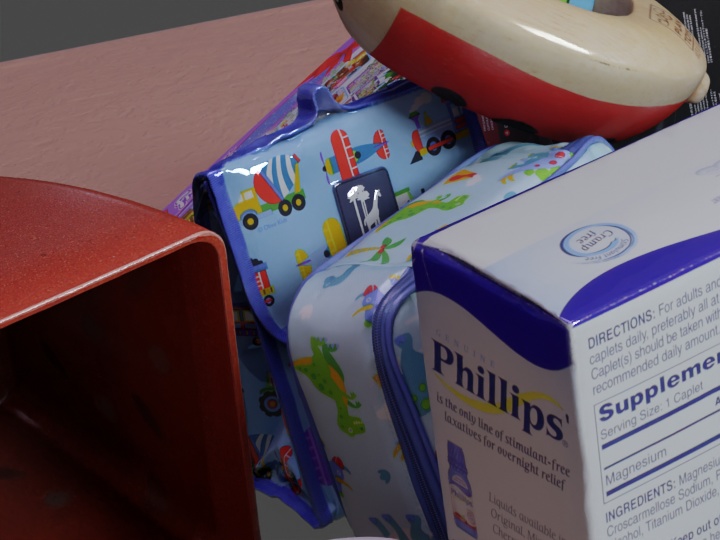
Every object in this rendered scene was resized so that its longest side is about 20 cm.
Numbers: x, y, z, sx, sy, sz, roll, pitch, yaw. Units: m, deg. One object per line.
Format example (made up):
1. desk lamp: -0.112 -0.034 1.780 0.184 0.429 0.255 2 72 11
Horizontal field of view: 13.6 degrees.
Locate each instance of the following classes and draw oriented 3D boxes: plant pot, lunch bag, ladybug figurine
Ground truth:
1. plant pot: -0.181 0.067 1.371 0.199 0.201 0.176 -24 36 -27
2. lunch bag: 0.000 0.000 1.480 0.150 0.201 0.094 -23 22 -24
3. ladybug figurine: 0.071 -0.115 1.439 0.199 0.072 0.136 23 22 -2
4. lunch bag: 0.065 0.040 1.393 0.082 0.161 0.200 1 27 43

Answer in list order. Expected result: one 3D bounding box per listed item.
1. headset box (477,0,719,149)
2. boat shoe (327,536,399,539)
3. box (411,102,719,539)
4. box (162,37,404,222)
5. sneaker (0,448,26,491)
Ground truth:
1. headset box: 0.141 -0.066 1.541 0.199 0.150 0.077 -8 4 38
2. boat shoe: -0.064 0.156 1.298 0.199 0.071 0.064 -18 22 -7
3. box: 0.132 0.056 1.235 0.183 0.201 0.105 -24 33 -28
4. box: -0.045 -0.050 1.749 0.200 0.039 0.137 -42 20 7
5. sneaker: -0.242 0.122 1.500 0.200 0.071 0.098 -12 18 0
